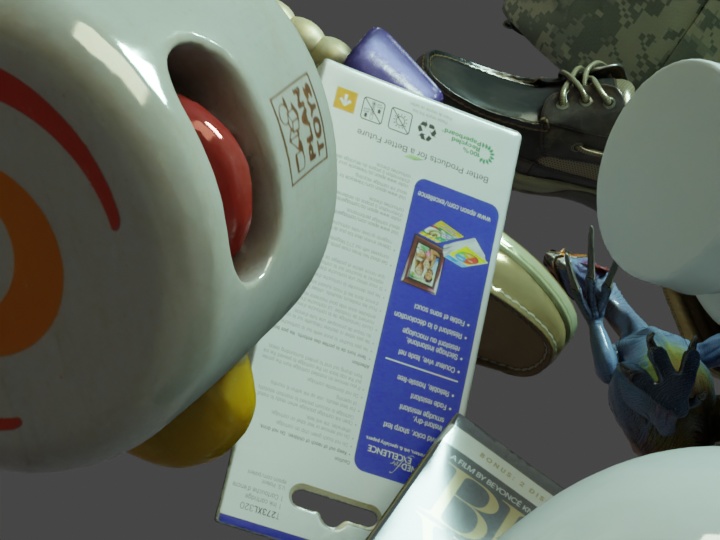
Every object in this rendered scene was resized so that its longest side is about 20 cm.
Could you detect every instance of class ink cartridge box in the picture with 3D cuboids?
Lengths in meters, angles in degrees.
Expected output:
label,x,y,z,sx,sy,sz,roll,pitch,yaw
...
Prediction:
label,x,y,z,sx,sy,sz,roll,pitch,yaw
ink cartridge box,0.001,0.021,0.856,0.095,0.037,0.200,20,67,-19

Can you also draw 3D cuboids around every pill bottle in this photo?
label,x,y,z,sx,sy,sz,roll,pitch,yaw
pill bottle,0.203,-0.020,0.873,0.200,0.120,0.120,14,36,-31

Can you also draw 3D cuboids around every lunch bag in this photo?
label,x,y,z,sx,sy,sz,roll,pitch,yaw
lunch bag,0.192,-0.179,1.198,0.168,0.200,0.139,33,31,1

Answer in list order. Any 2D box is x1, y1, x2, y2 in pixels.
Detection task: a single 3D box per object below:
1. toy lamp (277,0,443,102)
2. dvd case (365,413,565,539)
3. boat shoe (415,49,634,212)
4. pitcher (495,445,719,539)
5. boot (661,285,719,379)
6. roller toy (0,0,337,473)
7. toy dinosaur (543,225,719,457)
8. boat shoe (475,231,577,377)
label,x,y,z,sx,sy,sz,roll,pitch,yaw
toy lamp,-0.049,-0.128,1.060,0.200,0.058,0.058,34,32,7
dvd case,0.053,0.153,0.760,0.149,0.016,0.200,36,42,4
boat shoe,0.119,-0.078,1.116,0.200,0.073,0.075,21,33,-17
pitcher,0.089,0.152,0.700,0.200,0.121,0.172,-12,79,-26
boot,0.248,0.040,1.067,0.155,0.073,0.200,-13,64,-40
roller toy,-0.105,-0.032,0.757,0.200,0.183,0.140,36,31,7
toy dinosaur,0.122,0.050,0.959,0.105,0.200,0.181,19,-3,-11
boat shoe,0.000,0.000,0.921,0.200,0.074,0.066,27,46,-7
